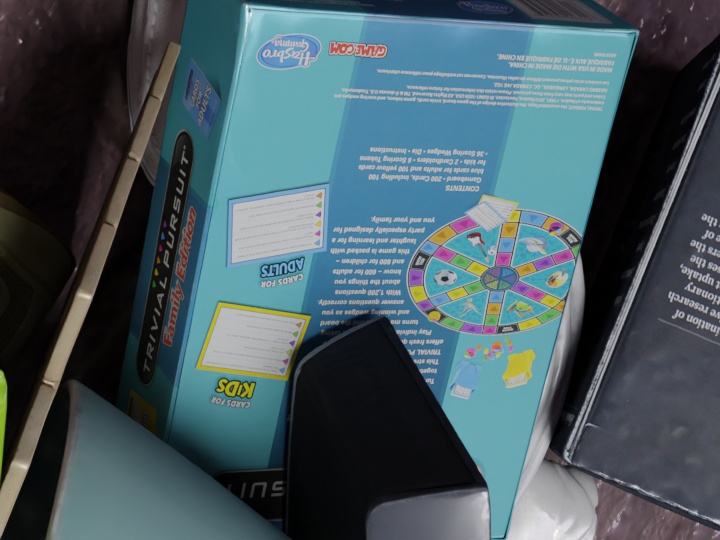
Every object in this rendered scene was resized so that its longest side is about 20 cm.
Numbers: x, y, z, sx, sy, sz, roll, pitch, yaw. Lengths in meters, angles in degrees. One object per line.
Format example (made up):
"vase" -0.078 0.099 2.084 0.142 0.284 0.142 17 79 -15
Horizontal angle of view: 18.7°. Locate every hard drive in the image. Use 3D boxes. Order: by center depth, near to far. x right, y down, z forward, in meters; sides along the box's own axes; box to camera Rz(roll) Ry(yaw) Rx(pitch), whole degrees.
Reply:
"hard drive" 0.008 0.132 0.719 0.042 0.135 0.202 -6 115 -13

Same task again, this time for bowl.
"bowl" -0.071 0.144 0.666 0.104 0.201 0.203 17 94 -12

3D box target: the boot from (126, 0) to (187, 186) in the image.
"boot" -0.055 -0.121 0.733 0.095 0.073 0.202 2 97 -69

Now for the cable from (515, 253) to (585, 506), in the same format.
"cable" 0.011 0.031 0.884 0.199 0.069 0.202 -15 116 -47

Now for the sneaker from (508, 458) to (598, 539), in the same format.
"sneaker" 0.030 0.166 1.003 0.080 0.070 0.202 24 97 -24

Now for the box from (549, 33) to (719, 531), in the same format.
"box" 0.172 0.012 0.978 0.200 0.123 0.198 35 79 -88

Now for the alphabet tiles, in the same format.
"alphabet tiles" -0.095 0.028 0.676 0.201 0.006 0.167 -79 -167 -53

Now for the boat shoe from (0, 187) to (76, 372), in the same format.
"boat shoe" -0.160 -0.020 0.667 0.064 0.073 0.201 -64 150 -14

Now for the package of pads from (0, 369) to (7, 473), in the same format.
"package of pads" -0.153 0.099 0.605 0.068 0.200 0.156 7 86 -20

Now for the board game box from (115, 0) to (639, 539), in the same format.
"board game box" 0.000 0.000 0.756 0.150 0.047 0.202 0 115 -29
